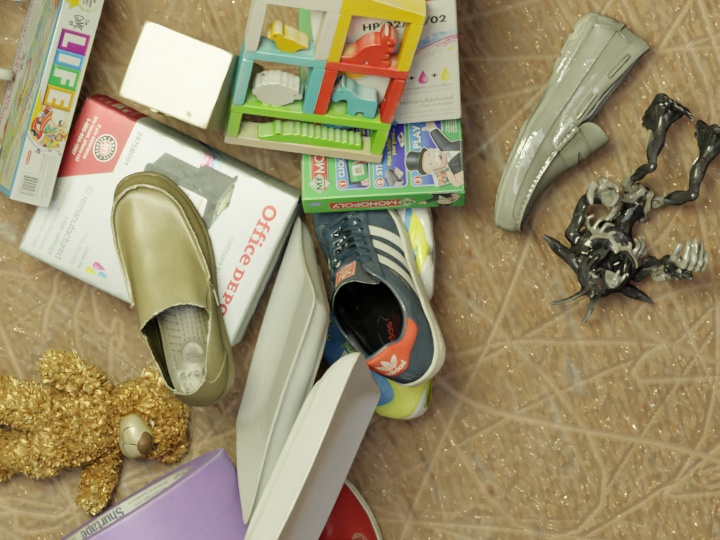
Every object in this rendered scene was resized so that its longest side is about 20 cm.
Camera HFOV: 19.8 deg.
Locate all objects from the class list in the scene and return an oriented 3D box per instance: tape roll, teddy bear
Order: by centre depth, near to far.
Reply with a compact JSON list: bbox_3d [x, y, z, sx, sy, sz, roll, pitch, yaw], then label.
[{"bbox_3d":[-0.177,0.233,1.703,0.199,0.200,0.085,-30,92,4],"label":"tape roll"},{"bbox_3d":[-0.248,0.136,1.766,0.199,0.067,0.146,15,97,2],"label":"teddy bear"}]

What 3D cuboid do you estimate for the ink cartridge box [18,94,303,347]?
[{"bbox_3d":[-0.164,-0.041,1.743,0.199,0.083,0.146,25,94,1],"label":"ink cartridge box"}]

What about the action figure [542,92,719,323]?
[{"bbox_3d":[0.232,-0.044,1.719,0.119,0.102,0.201,29,93,-11],"label":"action figure"}]

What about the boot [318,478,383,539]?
[{"bbox_3d":[-0.013,0.259,1.726,0.072,0.144,0.201,-24,91,5],"label":"boot"}]

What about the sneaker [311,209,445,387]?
[{"bbox_3d":[0.000,0.000,1.674,0.075,0.084,0.201,-41,59,22],"label":"sneaker"}]

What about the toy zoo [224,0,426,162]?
[{"bbox_3d":[-0.027,-0.162,1.585,0.130,0.200,0.021,7,51,-10],"label":"toy zoo"}]

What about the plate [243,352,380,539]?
[{"bbox_3d":[-0.043,0.166,1.627,0.032,0.200,0.201,23,81,10],"label":"plate"}]

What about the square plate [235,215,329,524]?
[{"bbox_3d":[-0.062,0.079,1.672,0.028,0.200,0.199,14,108,-11],"label":"square plate"}]

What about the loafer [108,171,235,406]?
[{"bbox_3d":[-0.150,0.016,1.670,0.076,0.067,0.201,-20,94,5],"label":"loafer"}]

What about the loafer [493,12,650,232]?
[{"bbox_3d":[0.175,-0.118,1.731,0.070,0.070,0.201,27,94,9],"label":"loafer"}]

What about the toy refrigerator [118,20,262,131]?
[{"bbox_3d":[-0.136,-0.152,1.675,0.076,0.200,0.070,21,95,2],"label":"toy refrigerator"}]

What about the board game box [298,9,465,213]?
[{"bbox_3d":[0.016,-0.147,1.713,0.134,0.029,0.201,-3,67,3],"label":"board game box"}]

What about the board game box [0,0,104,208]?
[{"bbox_3d":[-0.262,-0.161,1.712,0.034,0.134,0.201,14,95,-22],"label":"board game box"}]

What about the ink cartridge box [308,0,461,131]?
[{"bbox_3d":[0.017,-0.204,1.608,0.114,0.200,0.068,-6,51,1],"label":"ink cartridge box"}]

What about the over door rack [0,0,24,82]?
[{"bbox_3d":[-0.377,-0.244,1.749,0.199,0.067,0.149,8,92,9],"label":"over door rack"}]

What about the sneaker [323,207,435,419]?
[{"bbox_3d":[0.010,0.027,1.744,0.104,0.076,0.201,1,95,3],"label":"sneaker"}]
